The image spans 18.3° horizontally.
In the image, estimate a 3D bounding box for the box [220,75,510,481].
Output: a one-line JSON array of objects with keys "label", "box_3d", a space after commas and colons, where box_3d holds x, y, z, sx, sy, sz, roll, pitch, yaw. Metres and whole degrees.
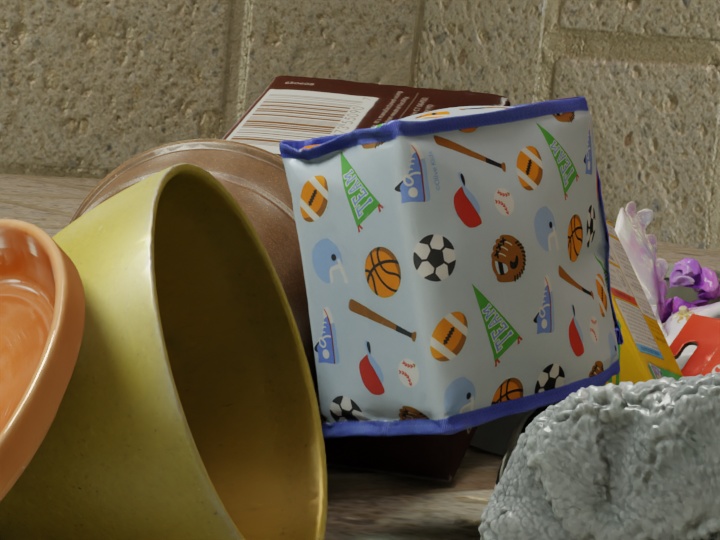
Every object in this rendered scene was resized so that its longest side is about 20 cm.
[{"label": "box", "box_3d": [0.000, 0.000, 1.421, 0.163, 0.201, 0.166, 6, 27, 14]}]

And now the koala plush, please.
[{"label": "koala plush", "box_3d": [0.167, 0.107, 0.916, 0.183, 0.178, 0.200, -3, 3, 36]}]

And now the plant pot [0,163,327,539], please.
[{"label": "plant pot", "box_3d": [-0.117, 0.066, 1.051, 0.141, 0.201, 0.200, -17, -1, 15]}]

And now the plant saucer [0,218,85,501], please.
[{"label": "plant saucer", "box_3d": [-0.195, 0.065, 0.953, 0.200, 0.201, 0.032, 13, -27, 51]}]

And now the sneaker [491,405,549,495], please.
[{"label": "sneaker", "box_3d": [0.114, 0.112, 1.256, 0.073, 0.080, 0.200, 4, 4, 0]}]

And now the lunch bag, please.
[{"label": "lunch bag", "box_3d": [0.063, -0.006, 1.232, 0.200, 0.171, 0.124, -13, 7, -43]}]

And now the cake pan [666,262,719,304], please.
[{"label": "cake pan", "box_3d": [0.372, 0.014, 2.801, 0.199, 0.037, 0.200, 6, 5, -1]}]

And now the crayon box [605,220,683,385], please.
[{"label": "crayon box", "box_3d": [0.170, 0.058, 1.462, 0.051, 0.201, 0.126, -28, -16, 15]}]

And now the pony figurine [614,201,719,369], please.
[{"label": "pony figurine", "box_3d": [0.245, 0.051, 1.702, 0.199, 0.167, 0.193, -5, 25, 24]}]

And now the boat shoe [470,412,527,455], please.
[{"label": "boat shoe", "box_3d": [0.071, 0.079, 1.576, 0.201, 0.075, 0.086, 14, 10, 38]}]

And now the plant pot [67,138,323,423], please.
[{"label": "plant pot", "box_3d": [-0.104, 0.040, 1.243, 0.199, 0.201, 0.198, 7, 12, 8]}]

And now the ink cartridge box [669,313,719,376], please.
[{"label": "ink cartridge box", "box_3d": [0.287, 0.063, 1.534, 0.199, 0.050, 0.109, 11, 47, 37]}]
